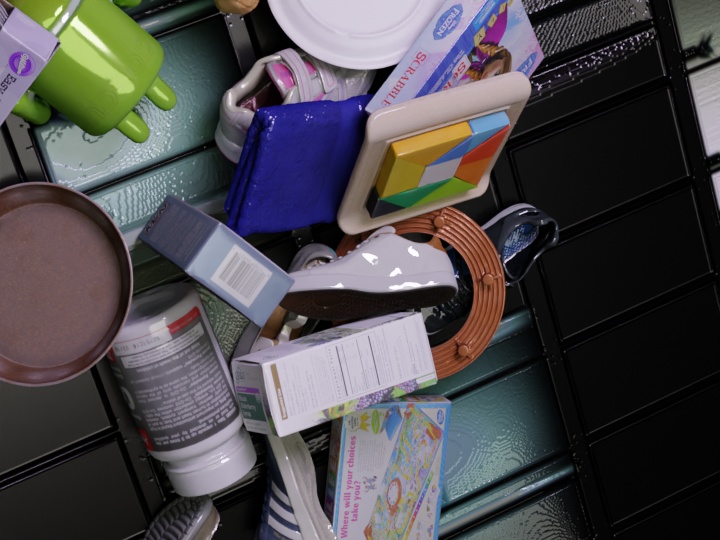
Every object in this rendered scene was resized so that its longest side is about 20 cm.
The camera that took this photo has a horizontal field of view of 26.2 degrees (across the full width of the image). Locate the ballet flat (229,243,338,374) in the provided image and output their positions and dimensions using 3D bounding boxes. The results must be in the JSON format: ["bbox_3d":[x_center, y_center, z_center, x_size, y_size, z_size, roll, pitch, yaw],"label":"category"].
[{"bbox_3d":[-0.082,0.063,1.665,0.067,0.064,0.202,29,90,-19],"label":"ballet flat"}]

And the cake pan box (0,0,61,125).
[{"bbox_3d":[-0.403,-0.198,1.436,0.184,0.053,0.200,36,121,-19],"label":"cake pan box"}]

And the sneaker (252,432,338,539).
[{"bbox_3d":[-0.088,0.260,1.703,0.084,0.075,0.202,-17,93,18],"label":"sneaker"}]

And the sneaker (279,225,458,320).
[{"bbox_3d":[0.000,0.000,1.636,0.197,0.073,0.086,-3,62,-19],"label":"sneaker"}]

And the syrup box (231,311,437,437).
[{"bbox_3d":[-0.027,0.106,1.614,0.198,0.078,0.082,-17,98,-29],"label":"syrup box"}]

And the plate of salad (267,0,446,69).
[{"bbox_3d":[-0.002,-0.298,1.600,0.197,0.048,0.203,2,74,-6],"label":"plate of salad"}]

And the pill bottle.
[{"bbox_3d":[-0.187,0.126,1.610,0.113,0.114,0.202,-25,108,-15],"label":"pill bottle"}]

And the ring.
[{"bbox_3d":[0.060,0.024,1.694,0.198,0.019,0.203,1,99,4],"label":"ring"}]

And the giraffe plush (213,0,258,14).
[{"bbox_3d":[-0.086,-0.372,1.519,0.160,0.173,0.202,-13,74,-5],"label":"giraffe plush"}]

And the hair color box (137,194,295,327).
[{"bbox_3d":[-0.148,-0.013,1.550,0.099,0.200,0.061,38,86,-23],"label":"hair color box"}]

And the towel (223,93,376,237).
[{"bbox_3d":[-0.050,-0.114,1.599,0.199,0.049,0.149,-13,130,-44],"label":"towel"}]

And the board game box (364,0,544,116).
[{"bbox_3d":[0.105,-0.200,1.633,0.201,0.041,0.200,-53,155,-4],"label":"board game box"}]

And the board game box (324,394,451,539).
[{"bbox_3d":[0.028,0.243,1.760,0.133,0.034,0.203,2,100,-22],"label":"board game box"}]

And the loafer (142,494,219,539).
[{"bbox_3d":[-0.207,0.332,1.674,0.069,0.075,0.201,29,94,-35],"label":"loafer"}]

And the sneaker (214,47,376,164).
[{"bbox_3d":[-0.063,-0.189,1.595,0.199,0.088,0.082,-37,74,-11],"label":"sneaker"}]

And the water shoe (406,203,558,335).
[{"bbox_3d":[0.134,-0.002,1.728,0.200,0.079,0.072,-43,112,-8],"label":"water shoe"}]

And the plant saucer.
[{"bbox_3d":[-0.320,0.014,1.542,0.197,0.034,0.203,0,87,5],"label":"plant saucer"}]

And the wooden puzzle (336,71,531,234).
[{"bbox_3d":[0.075,-0.112,1.585,0.183,0.201,0.038,-17,64,-19],"label":"wooden puzzle"}]

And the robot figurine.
[{"bbox_3d":[-0.273,-0.212,1.508,0.200,0.116,0.176,39,94,-23],"label":"robot figurine"}]
